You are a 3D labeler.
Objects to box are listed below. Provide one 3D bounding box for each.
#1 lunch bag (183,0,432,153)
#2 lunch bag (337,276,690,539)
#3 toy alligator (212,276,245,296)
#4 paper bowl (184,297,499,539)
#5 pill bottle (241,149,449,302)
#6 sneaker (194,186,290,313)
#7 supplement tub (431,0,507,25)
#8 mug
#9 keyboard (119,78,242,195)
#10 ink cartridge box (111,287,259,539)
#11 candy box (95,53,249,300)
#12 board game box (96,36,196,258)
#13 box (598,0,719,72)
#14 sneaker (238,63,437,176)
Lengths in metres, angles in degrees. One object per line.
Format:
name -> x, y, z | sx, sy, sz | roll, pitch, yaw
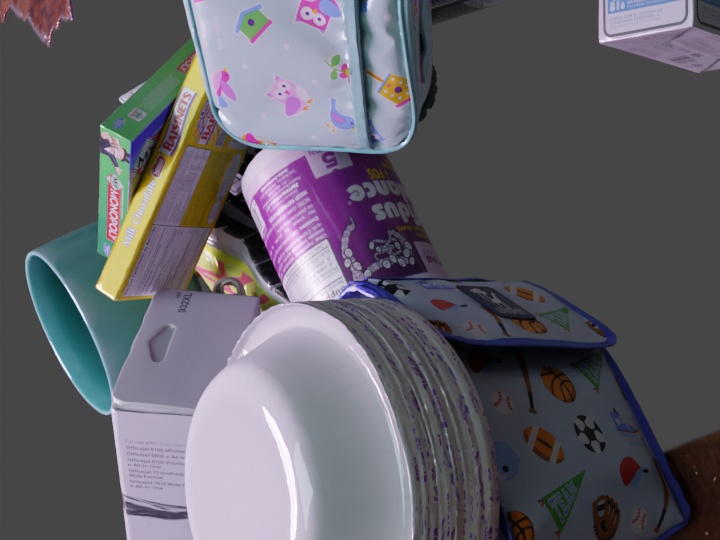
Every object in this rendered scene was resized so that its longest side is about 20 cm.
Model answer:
lunch bag -> -0.029, -0.172, 0.790 | 0.158, 0.077, 0.202 | 7, 133, 17
lunch bag -> 0.084, 0.091, 0.759 | 0.124, 0.169, 0.202 | -45, 56, 39
toy alligator -> -0.104, 0.079, 1.013 | 0.054, 0.058, 0.202 | -87, 1, -59
paper bowl -> -0.025, 0.118, 0.685 | 0.200, 0.103, 0.204 | 5, 96, 54
pill bottle -> 0.000, 0.000, 0.886 | 0.112, 0.112, 0.202 | -39, 68, 36
sneaker -> -0.073, 0.007, 1.002 | 0.199, 0.078, 0.091 | 37, 135, 37
supplement tub -> 0.081, -0.237, 0.814 | 0.199, 0.122, 0.124 | -9, 82, 44
mug -> -0.199, 0.045, 1.078 | 0.151, 0.114, 0.187 | 7, 121, 58
keyboard -> -0.141, -0.124, 1.084 | 0.200, 0.056, 0.011 | 38, 149, 40
ink cartridge box -> -0.122, 0.137, 0.928 | 0.146, 0.083, 0.202 | -80, -8, -56
candy box -> -0.125, -0.072, 0.924 | 0.026, 0.102, 0.202 | 29, 99, 20
board game box -> -0.134, -0.113, 0.956 | 0.029, 0.201, 0.135 | 28, 140, 10
box -> 0.191, -0.224, 0.708 | 0.060, 0.116, 0.203 | -3, 85, 45
sneaker -> -0.025, -0.138, 0.957 | 0.199, 0.075, 0.088 | -17, 62, 39
